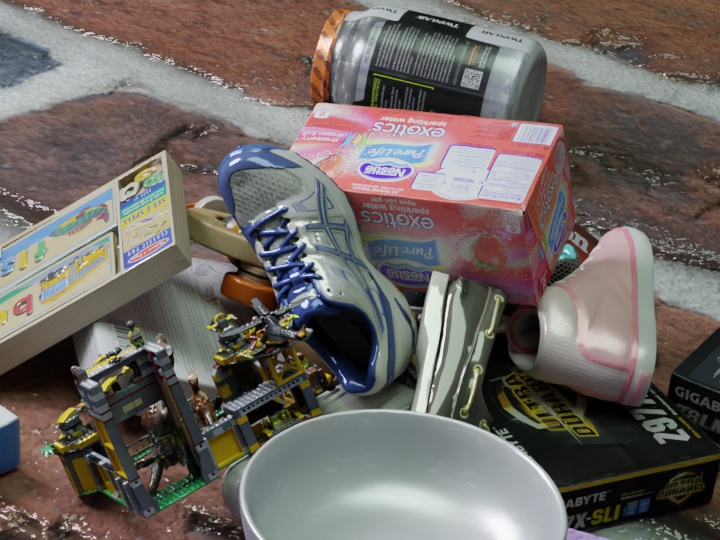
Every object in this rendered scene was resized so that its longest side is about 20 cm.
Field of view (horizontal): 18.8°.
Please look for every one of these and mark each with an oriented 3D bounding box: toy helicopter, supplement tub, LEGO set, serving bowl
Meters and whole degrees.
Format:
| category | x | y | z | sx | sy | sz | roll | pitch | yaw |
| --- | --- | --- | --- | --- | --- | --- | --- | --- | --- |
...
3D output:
| category | x | y | z | sx | sy | sz | roll | pitch | yaw |
| --- | --- | --- | --- | --- | --- | --- | --- | --- | --- |
| toy helicopter | -0.076 | -0.024 | 1.737 | 0.132 | 0.079 | 0.200 | 22 | 8 | 28 |
| supplement tub | 0.062 | -0.173 | 1.999 | 0.199 | 0.123 | 0.123 | 15 | 31 | 14 |
| LEGO set | -0.127 | 0.071 | 1.467 | 0.199 | 0.116 | 0.154 | -26 | 18 | -13 |
| serving bowl | 0.024 | 0.166 | 1.325 | 0.199 | 0.066 | 0.200 | 4 | 30 | -2 |

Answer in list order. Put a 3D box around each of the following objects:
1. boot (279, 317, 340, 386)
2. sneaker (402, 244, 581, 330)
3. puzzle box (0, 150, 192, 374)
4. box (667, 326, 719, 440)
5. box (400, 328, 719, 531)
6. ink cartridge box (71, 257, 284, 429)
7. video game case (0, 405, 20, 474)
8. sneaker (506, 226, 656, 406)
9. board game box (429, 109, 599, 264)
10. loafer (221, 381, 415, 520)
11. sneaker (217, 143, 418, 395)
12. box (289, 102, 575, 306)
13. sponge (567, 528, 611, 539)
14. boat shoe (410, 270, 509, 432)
| category | x | y | z | sx | sy | sz | roll | pitch | yaw |
| --- | --- | --- | --- | --- | --- | --- | --- | --- | --- |
| boot | 0.000 | 0.000 | 1.659 | 0.075 | 0.074 | 0.200 | 29 | 53 | 1 |
| sneaker | 0.090 | -0.002 | 1.735 | 0.199 | 0.092 | 0.078 | 12 | 28 | 11 |
| puzzle box | -0.219 | -0.001 | 1.623 | 0.200 | 0.025 | 0.133 | -29 | 34 | 10 |
| box | 0.365 | 0.091 | 1.670 | 0.198 | 0.050 | 0.200 | 22 | 34 | 28 |
| box | 0.144 | 0.112 | 1.591 | 0.159 | 0.050 | 0.200 | -7 | 32 | -26 |
| ink cartridge box | -0.132 | 0.049 | 1.652 | 0.176 | 0.045 | 0.200 | 14 | 26 | -22 |
| video game case | -0.368 | 0.114 | 1.494 | 0.181 | 0.046 | 0.200 | 28 | 36 | 35 |
| sneaker | 0.163 | 0.023 | 1.625 | 0.104 | 0.076 | 0.200 | 10 | 33 | -2 |
| board game box | 0.120 | -0.047 | 1.799 | 0.200 | 0.019 | 0.103 | 37 | 31 | -4 |
| loafer | -0.034 | 0.124 | 1.521 | 0.070 | 0.070 | 0.200 | 20 | 24 | 33 |
| sneaker | -0.032 | -0.002 | 1.529 | 0.200 | 0.075 | 0.088 | 50 | 25 | -6 |
| box | 0.047 | -0.049 | 1.597 | 0.199 | 0.095 | 0.103 | 6 | 43 | 22 |
| sponge | 0.175 | 0.223 | 1.419 | 0.199 | 0.030 | 0.112 | 15 | 31 | 14 |
| boat shoe | 0.064 | 0.096 | 1.511 | 0.060 | 0.072 | 0.202 | 9 | 64 | -2 |
